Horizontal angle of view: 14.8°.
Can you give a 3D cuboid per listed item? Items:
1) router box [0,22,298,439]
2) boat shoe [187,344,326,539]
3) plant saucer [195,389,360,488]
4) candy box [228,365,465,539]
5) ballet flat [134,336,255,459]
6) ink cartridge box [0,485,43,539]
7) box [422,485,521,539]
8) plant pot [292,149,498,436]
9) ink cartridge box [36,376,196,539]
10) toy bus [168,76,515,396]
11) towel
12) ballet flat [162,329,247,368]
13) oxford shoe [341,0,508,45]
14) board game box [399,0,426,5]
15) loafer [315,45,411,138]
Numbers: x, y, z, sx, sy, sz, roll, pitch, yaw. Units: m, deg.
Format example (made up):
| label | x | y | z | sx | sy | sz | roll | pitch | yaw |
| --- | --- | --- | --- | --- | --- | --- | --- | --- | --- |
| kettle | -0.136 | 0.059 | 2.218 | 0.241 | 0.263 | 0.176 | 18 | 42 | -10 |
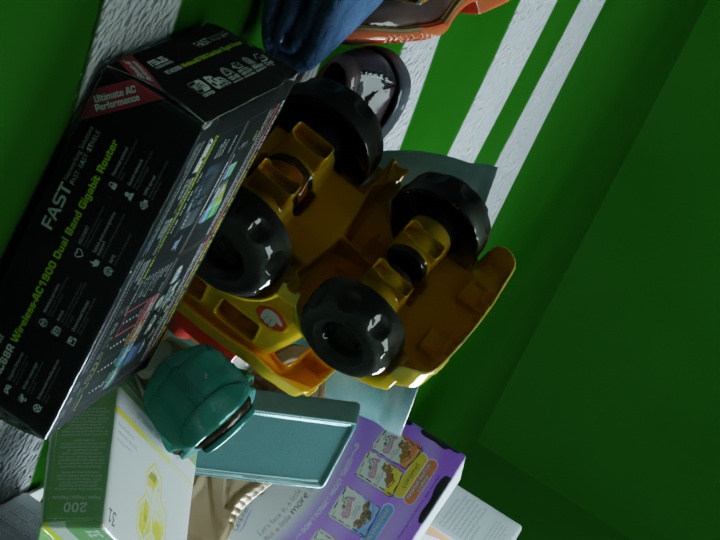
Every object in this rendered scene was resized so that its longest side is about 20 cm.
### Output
| label | x | y | z | sx | sy | sz | roll | pitch | yaw |
| --- | --- | --- | --- | --- | --- | --- | --- | --- | --- |
| router box | -0.122 | -0.024 | 1.455 | 0.200 | 0.062 | 0.150 | -61 | 171 | 19 |
| boat shoe | -0.101 | 0.129 | 1.853 | 0.200 | 0.074 | 0.069 | -53 | -150 | -11 |
| plant saucer | -0.094 | 0.105 | 1.784 | 0.200 | 0.019 | 0.070 | 10 | 121 | -32 |
| candy box | -0.050 | 0.160 | 2.055 | 0.168 | 0.200 | 0.072 | -55 | 172 | -16 |
| ballet flat | -0.099 | 0.068 | 1.616 | 0.067 | 0.070 | 0.200 | -40 | 180 | -7 |
| ink cartridge box | -0.224 | 0.209 | 1.688 | 0.116 | 0.067 | 0.200 | -60 | 171 | 12 |
| box | 0.064 | 0.331 | 3.322 | 0.152 | 0.200 | 0.106 | -63 | 172 | 31 |
| plant pot | 0.000 | 0.000 | 1.935 | 0.200 | 0.134 | 0.200 | 20 | 90 | -89 |
| ink cartridge box | -0.150 | 0.173 | 1.650 | 0.146 | 0.048 | 0.200 | 57 | 34 | -62 |
| toy bus | -0.037 | 0.007 | 1.642 | 0.136 | 0.200 | 0.192 | -49 | 176 | -40 |
| towel | 0.008 | -0.200 | 1.623 | 0.200 | 0.049 | 0.112 | -49 | 168 | -49 |
| ballet flat | -0.099 | 0.047 | 1.839 | 0.069 | 0.063 | 0.200 | -59 | 172 | 8 |
| oxford shoe | 0.033 | -0.193 | 1.804 | 0.200 | 0.071 | 0.073 | -33 | 120 | -55 |
| board game box | 0.060 | -0.259 | 1.506 | 0.165 | 0.057 | 0.200 | -35 | 142 | -60 |
| loafer | -0.045 | -0.062 | 1.779 | 0.063 | 0.072 | 0.200 | 2 | 126 | -57 |
